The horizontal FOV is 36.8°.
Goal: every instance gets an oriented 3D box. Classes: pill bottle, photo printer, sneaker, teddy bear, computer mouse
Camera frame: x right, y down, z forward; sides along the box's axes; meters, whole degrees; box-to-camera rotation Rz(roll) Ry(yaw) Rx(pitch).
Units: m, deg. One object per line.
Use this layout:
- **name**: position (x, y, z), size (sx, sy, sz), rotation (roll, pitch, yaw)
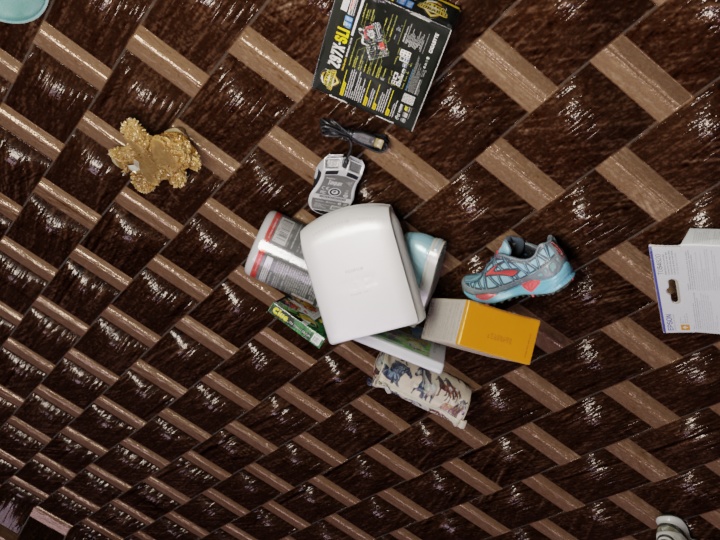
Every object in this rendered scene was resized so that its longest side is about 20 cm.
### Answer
- **pill bottle**: position (-0.083, -0.008, 1.795), size (0.197, 0.117, 0.116), rotation (25, 143, -2)
- **photo printer**: position (0.000, 0.000, 1.692), size (0.164, 0.069, 0.203), rotation (-13, 101, 14)
- **sneaker**: position (0.236, -0.011, 1.678), size (0.198, 0.079, 0.097), rotation (-12, 109, 39)
- **teddy bear**: position (-0.334, -0.188, 1.763), size (0.145, 0.067, 0.200), rotation (40, 147, -7)
- **sneaker**: position (0.636, 0.583, 2.139), size (0.075, 0.116, 0.201), rotation (-17, 128, 41)
- **sneaker**: position (0.085, 0.008, 1.773), size (0.081, 0.074, 0.202), rotation (24, 135, 11)
- **computer mouse**: position (-0.033, -0.156, 1.642), size (0.108, 0.045, 0.201), rotation (9, 145, -15)

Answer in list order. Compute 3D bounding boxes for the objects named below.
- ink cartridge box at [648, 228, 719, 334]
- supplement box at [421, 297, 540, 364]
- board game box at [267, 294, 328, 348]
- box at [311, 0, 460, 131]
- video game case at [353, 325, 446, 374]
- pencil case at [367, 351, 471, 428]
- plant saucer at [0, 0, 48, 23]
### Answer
- **ink cartridge box**: position (0.530, 0.020, 1.568), size (0.197, 0.041, 0.201), rotation (3, 139, 25)
- **supplement box**: position (0.188, 0.093, 1.720), size (0.124, 0.075, 0.200), rotation (16, 176, -13)
- **board game box**: position (-0.082, 0.075, 1.812), size (0.104, 0.200, 0.024), rotation (37, 102, 5)
- **box**: position (0.030, -0.294, 1.442), size (0.158, 0.050, 0.201), rotation (25, 143, 2)
- **video game case**: position (0.052, 0.108, 1.839), size (0.197, 0.182, 0.022), rotation (21, 102, 2)
- **pencil case**: position (0.113, 0.216, 1.988), size (0.198, 0.090, 0.078), rotation (26, 143, -6)
- **plant saucer**: position (-0.527, -0.448, 1.545), size (0.197, 0.036, 0.202), rotation (14, 141, 12)
